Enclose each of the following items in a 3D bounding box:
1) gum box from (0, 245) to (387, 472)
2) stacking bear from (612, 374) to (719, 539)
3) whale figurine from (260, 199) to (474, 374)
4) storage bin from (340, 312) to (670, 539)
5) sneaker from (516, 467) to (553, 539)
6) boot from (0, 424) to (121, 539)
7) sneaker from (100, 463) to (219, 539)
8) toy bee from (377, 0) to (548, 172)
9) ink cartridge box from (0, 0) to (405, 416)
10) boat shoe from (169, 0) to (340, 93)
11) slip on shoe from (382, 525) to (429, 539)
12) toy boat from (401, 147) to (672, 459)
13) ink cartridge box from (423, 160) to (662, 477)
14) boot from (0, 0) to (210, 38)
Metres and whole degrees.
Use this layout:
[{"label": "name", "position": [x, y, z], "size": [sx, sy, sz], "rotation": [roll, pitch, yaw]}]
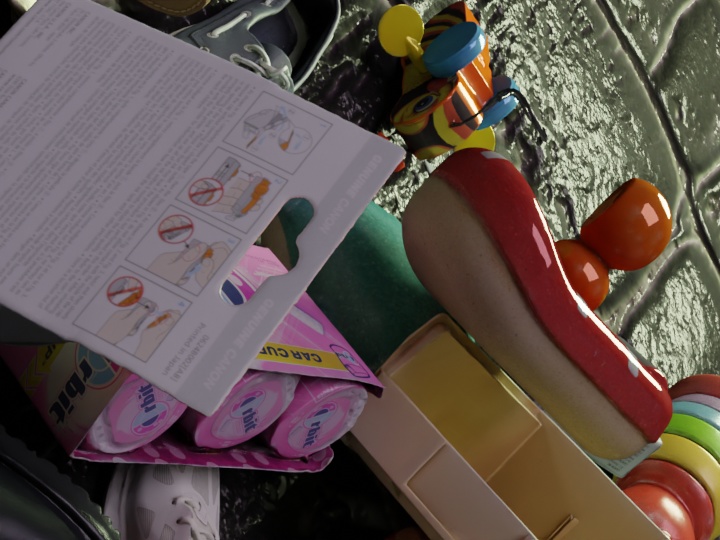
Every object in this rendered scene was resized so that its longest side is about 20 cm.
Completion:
[{"label": "gum box", "position": [-0.086, 0.036, 0.825], "size": [0.114, 0.066, 0.199], "rotation": [48, 19, 31]}, {"label": "stacking bear", "position": [0.244, 0.174, 1.286], "size": [0.200, 0.121, 0.115], "rotation": [-39, 109, -50]}, {"label": "whale figurine", "position": [0.000, 0.000, 0.987], "size": [0.202, 0.103, 0.159], "rotation": [66, 32, -15]}, {"label": "storage bin", "position": [0.104, 0.145, 0.927], "size": [0.200, 0.094, 0.199], "rotation": [46, 1, 33]}, {"label": "sneaker", "position": [0.113, 0.199, 1.065], "size": [0.073, 0.070, 0.202], "rotation": [28, 46, -40]}, {"label": "boot", "position": [-0.187, 0.126, 0.652], "size": [0.201, 0.076, 0.169], "rotation": [52, 32, -18]}, {"label": "sneaker", "position": [-0.067, 0.152, 0.792], "size": [0.076, 0.114, 0.202], "rotation": [39, 43, -40]}, {"label": "toy bee", "position": [0.051, -0.124, 1.161], "size": [0.132, 0.108, 0.200], "rotation": [58, 8, -6]}, {"label": "ink cartridge box", "position": [-0.102, -0.028, 0.728], "size": [0.161, 0.198, 0.048], "rotation": [-54, 159, -29]}, {"label": "boat shoe", "position": [-0.069, -0.124, 0.987], "size": [0.073, 0.061, 0.200], "rotation": [60, 33, -17]}, {"label": "slip on shoe", "position": [0.050, 0.202, 0.970], "size": [0.200, 0.061, 0.074], "rotation": [50, 9, -53]}, {"label": "toy boat", "position": [0.118, 0.001, 0.921], "size": [0.200, 0.131, 0.131], "rotation": [44, 1, -34]}, {"label": "ink cartridge box", "position": [0.112, 0.035, 1.140], "size": [0.199, 0.043, 0.174], "rotation": [34, 23, -45]}, {"label": "boot", "position": [-0.157, -0.160, 0.858], "size": [0.200, 0.072, 0.157], "rotation": [41, 42, -38]}]
